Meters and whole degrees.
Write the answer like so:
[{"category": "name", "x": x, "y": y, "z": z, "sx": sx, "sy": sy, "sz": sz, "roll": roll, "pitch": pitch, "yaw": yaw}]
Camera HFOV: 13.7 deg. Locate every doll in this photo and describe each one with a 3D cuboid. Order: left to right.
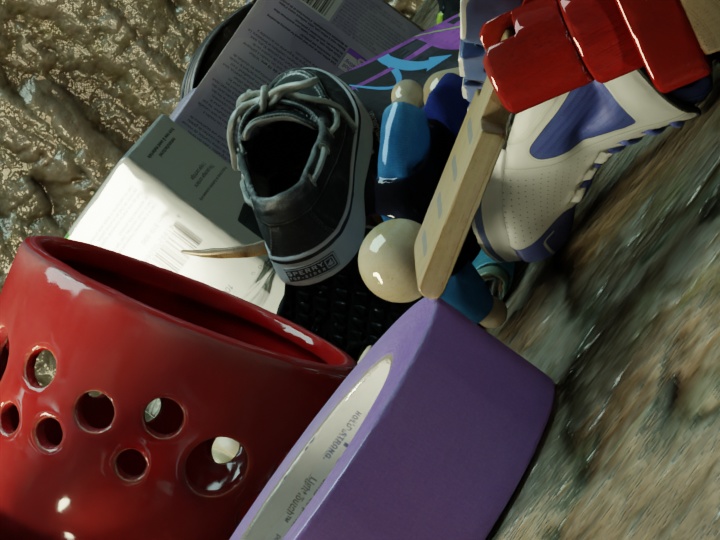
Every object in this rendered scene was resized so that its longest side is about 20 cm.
[{"category": "doll", "x": 0.041, "y": -0.033, "z": 1.478, "sx": 0.048, "sy": 0.137, "sz": 0.200, "roll": -15, "pitch": 17, "yaw": 19}]

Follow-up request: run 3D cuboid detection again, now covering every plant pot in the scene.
[{"category": "plant pot", "x": -0.119, "y": 0.098, "z": 1.623, "sx": 0.200, "sy": 0.200, "sz": 0.183, "roll": -115, "pitch": 44, "yaw": -84}]

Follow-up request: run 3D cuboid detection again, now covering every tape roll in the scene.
[{"category": "tape roll", "x": -0.002, "y": 0.109, "z": 1.269, "sx": 0.200, "sy": 0.066, "sz": 0.200, "roll": -54, "pitch": 6, "yaw": 8}]

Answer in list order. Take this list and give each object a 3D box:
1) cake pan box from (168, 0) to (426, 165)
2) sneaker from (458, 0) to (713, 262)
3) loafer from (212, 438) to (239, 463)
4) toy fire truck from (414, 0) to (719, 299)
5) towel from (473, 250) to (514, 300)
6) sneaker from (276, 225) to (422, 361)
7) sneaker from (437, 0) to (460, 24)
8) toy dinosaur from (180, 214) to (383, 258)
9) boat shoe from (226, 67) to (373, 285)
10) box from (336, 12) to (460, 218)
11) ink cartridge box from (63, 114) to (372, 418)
[{"category": "cake pan box", "x": -0.023, "y": -0.095, "z": 2.004, "sx": 0.184, "sy": 0.200, "sz": 0.052, "roll": -59, "pitch": 9, "yaw": -20}, {"category": "sneaker", "x": 0.108, "y": -0.075, "z": 1.402, "sx": 0.200, "sy": 0.115, "sz": 0.081, "roll": 80, "pitch": -165, "yaw": -53}, {"category": "loafer", "x": -0.118, "y": 0.157, "z": 1.910, "sx": 0.068, "sy": 0.076, "sz": 0.200, "roll": -50, "pitch": 3, "yaw": -30}, {"category": "toy fire truck", "x": 0.093, "y": -0.093, "z": 1.253, "sx": 0.200, "sy": 0.129, "sz": 0.176, "roll": -23, "pitch": 14, "yaw": 12}, {"category": "towel", "x": 0.052, "y": 0.012, "z": 1.647, "sx": 0.147, "sy": 0.022, "sz": 0.200, "roll": -52, "pitch": 5, "yaw": 26}, {"category": "sneaker", "x": 0.000, "y": 0.000, "z": 1.695, "sx": 0.083, "sy": 0.072, "sz": 0.200, "roll": -53, "pitch": 4, "yaw": -23}, {"category": "sneaker", "x": 0.076, "y": -0.168, "z": 2.137, "sx": 0.200, "sy": 0.083, "sz": 0.072, "roll": -55, "pitch": 5, "yaw": -4}, {"category": "toy dinosaur", "x": 0.009, "y": -0.028, "z": 1.762, "sx": 0.200, "sy": 0.061, "sz": 0.106, "roll": -8, "pitch": -28, "yaw": -32}, {"category": "boat shoe", "x": -0.039, "y": -0.070, "z": 1.643, "sx": 0.073, "sy": 0.068, "sz": 0.200, "roll": -21, "pitch": 30, "yaw": 16}, {"category": "box", "x": 0.042, "y": -0.098, "z": 1.726, "sx": 0.200, "sy": 0.036, "sz": 0.143, "roll": -29, "pitch": 24, "yaw": 4}, {"category": "ink cartridge box", "x": -0.097, "y": 0.022, "z": 1.917, "sx": 0.147, "sy": 0.200, "sz": 0.083, "roll": -50, "pitch": 3, "yaw": 28}]
